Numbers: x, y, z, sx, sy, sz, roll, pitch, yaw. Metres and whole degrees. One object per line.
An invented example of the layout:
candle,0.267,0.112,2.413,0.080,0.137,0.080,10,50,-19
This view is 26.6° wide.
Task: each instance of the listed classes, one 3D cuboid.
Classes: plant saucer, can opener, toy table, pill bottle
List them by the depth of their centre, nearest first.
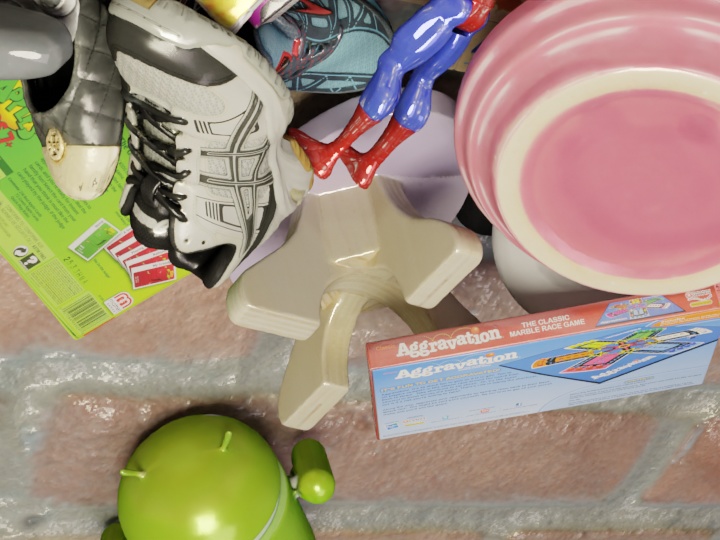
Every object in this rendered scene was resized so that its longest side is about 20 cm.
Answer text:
can opener,-0.217,-0.121,0.674,0.198,0.067,0.053,5,123,17
plant saucer,0.144,-0.056,0.764,0.198,0.051,0.202,7,136,6
toy table,0.000,0.000,0.894,0.182,0.118,0.200,7,141,-22
pill bottle,0.154,-0.017,0.956,0.112,0.113,0.200,-39,168,12

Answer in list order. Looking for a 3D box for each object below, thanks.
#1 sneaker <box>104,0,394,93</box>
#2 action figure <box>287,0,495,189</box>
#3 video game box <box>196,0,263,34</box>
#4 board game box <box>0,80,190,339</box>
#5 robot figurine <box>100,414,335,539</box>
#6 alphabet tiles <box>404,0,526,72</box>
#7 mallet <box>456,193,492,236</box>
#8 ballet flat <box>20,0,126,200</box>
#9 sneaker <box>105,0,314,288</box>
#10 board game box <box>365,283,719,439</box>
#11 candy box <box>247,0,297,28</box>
sneaker,-0.058,-0.118,0.799,0.199,0.096,0.080,9,126,-36
action figure,0.033,-0.146,0.775,0.200,0.099,0.065,-44,155,23
video game box,-0.058,-0.235,0.640,0.182,0.047,0.200,-42,99,9
board game box,-0.167,-0.056,0.838,0.101,0.048,0.200,-30,138,1
robot figurine,-0.096,0.180,1.054,0.174,0.116,0.201,-21,137,-1
alphabet tiles,0.083,-0.184,0.832,0.199,0.008,0.168,5,122,-36
mallet,0.014,-0.052,0.953,0.198,0.041,0.066,-4,135,-18
ballet flat,-0.152,-0.130,0.707,0.057,0.066,0.202,-20,104,-48
sneaker,-0.077,-0.052,0.707,0.088,0.075,0.200,-54,156,-12
board game box,0.103,0.053,0.866,0.198,0.020,0.103,-10,153,-2
candy box,-0.011,-0.226,0.696,0.199,0.061,0.137,-38,98,9
